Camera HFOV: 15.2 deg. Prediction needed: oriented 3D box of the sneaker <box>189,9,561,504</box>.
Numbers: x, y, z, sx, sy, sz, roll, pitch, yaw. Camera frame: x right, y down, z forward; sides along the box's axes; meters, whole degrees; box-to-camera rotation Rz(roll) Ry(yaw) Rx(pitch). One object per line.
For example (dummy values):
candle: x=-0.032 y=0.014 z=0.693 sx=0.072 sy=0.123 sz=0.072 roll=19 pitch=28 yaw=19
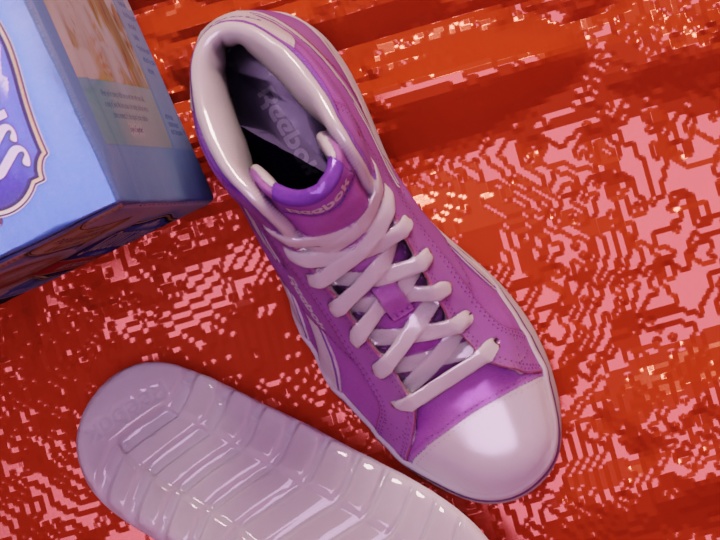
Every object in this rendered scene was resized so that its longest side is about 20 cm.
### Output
sneaker: x=-0.001 y=0.000 z=0.931 sx=0.072 sy=0.114 sz=0.201 roll=-36 pitch=90 yaw=5

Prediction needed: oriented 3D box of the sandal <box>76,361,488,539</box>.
sandal: x=-0.013 y=0.102 z=0.972 sx=0.202 sy=0.050 sz=0.083 roll=39 pitch=81 yaw=16

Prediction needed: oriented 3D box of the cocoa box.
cocoa box: x=-0.143 y=-0.054 z=0.899 sx=0.131 sy=0.200 sz=0.134 roll=-24 pitch=90 yaw=5
